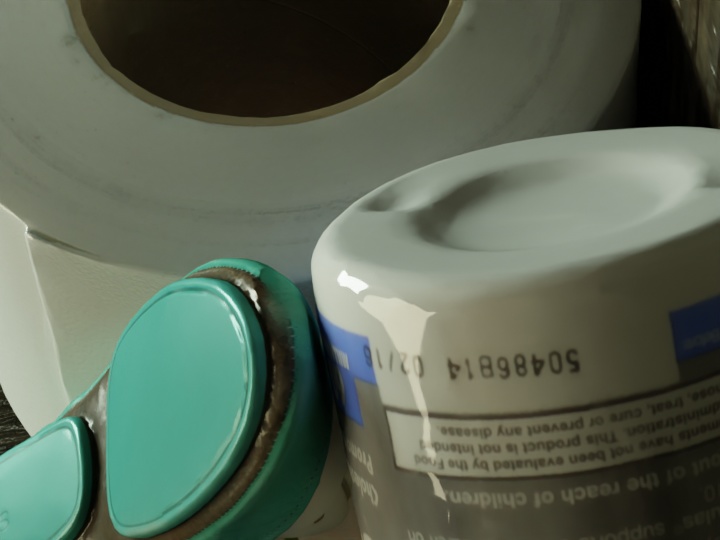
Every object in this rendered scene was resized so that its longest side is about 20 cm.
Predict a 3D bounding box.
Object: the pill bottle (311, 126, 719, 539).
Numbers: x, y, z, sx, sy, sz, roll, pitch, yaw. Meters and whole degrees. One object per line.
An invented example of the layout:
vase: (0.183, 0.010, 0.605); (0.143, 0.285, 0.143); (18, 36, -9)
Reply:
pill bottle: (0.060, 0.077, 0.602); (0.114, 0.113, 0.201); (-117, 16, -72)

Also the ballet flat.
ballet flat: (-0.042, 0.050, 0.656); (0.200, 0.070, 0.068); (-37, 52, 52)

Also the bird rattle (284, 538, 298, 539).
bird rattle: (0.047, 0.138, 0.702); (0.200, 0.163, 0.113); (39, -178, -13)

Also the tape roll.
tape roll: (-0.021, -0.039, 0.746); (0.139, 0.202, 0.203); (85, 171, -54)
